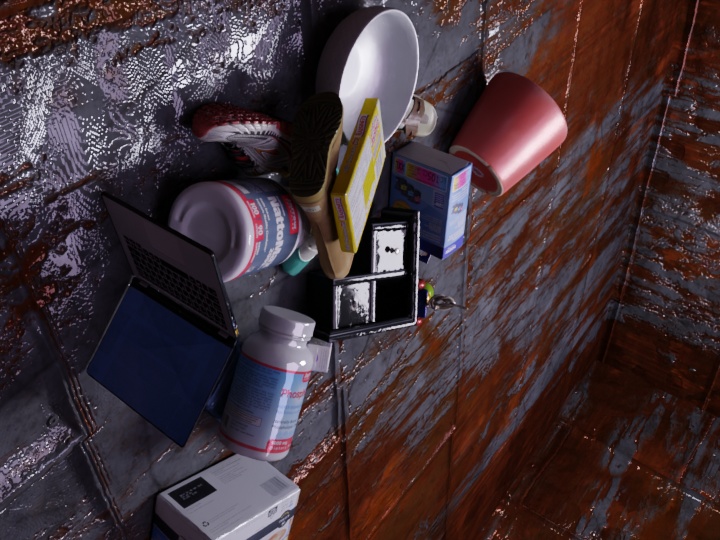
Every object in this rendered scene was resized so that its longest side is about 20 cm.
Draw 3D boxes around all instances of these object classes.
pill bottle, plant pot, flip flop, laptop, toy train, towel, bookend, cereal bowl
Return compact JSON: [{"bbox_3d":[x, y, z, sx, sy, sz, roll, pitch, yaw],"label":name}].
[{"bbox_3d":[-0.130,0.160,1.020,0.108,0.107,0.204,8,100,-59],"label":"pill bottle"},{"bbox_3d":[-0.144,-0.059,0.910,0.199,0.118,0.122,-24,132,-66],"label":"pill bottle"},{"bbox_3d":[0.284,-0.261,1.414,0.178,0.199,0.201,-49,148,-9],"label":"plant pot"},{"bbox_3d":[0.088,-0.262,1.210,0.199,0.057,0.083,-5,116,-57],"label":"flip flop"},{"bbox_3d":[-0.239,0.052,0.778,0.116,0.185,0.203,-43,144,-33],"label":"laptop"},{"bbox_3d":[0.116,0.051,1.332,0.116,0.196,0.087,-27,122,-68],"label":"toy train"},{"bbox_3d":[-0.187,0.188,1.099,0.113,0.048,0.201,-60,149,-18],"label":"towel"},{"bbox_3d":[0.000,0.000,1.190,0.196,0.091,0.205,-6,102,-39],"label":"bookend"},{"bbox_3d":[0.000,-0.283,1.027,0.199,0.082,0.203,-37,140,-39],"label":"cereal bowl"}]

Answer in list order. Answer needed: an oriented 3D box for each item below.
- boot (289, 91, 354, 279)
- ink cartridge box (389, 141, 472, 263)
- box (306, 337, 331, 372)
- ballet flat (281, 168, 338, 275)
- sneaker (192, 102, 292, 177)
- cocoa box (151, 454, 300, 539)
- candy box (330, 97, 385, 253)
[{"bbox_3d":[-0.045,-0.111,0.961,0.201,0.065,0.178,69,30,-61],"label":"boot"},{"bbox_3d":[0.123,-0.115,1.294,0.076,0.135,0.203,-33,137,-39],"label":"ink cartridge box"},{"bbox_3d":[-0.068,0.134,1.154,0.200,0.038,0.042,167,-68,-89],"label":"box"},{"bbox_3d":[-0.074,-0.075,1.071,0.067,0.070,0.204,-16,125,-53],"label":"ballet flat"},{"bbox_3d":[-0.137,-0.159,0.902,0.199,0.077,0.084,0,113,-58],"label":"sneaker"},{"bbox_3d":[-0.215,0.403,1.122,0.199,0.132,0.134,-15,125,-53],"label":"cocoa box"},{"bbox_3d":[0.000,-0.132,0.953,0.103,0.026,0.202,77,22,-46],"label":"candy box"}]
